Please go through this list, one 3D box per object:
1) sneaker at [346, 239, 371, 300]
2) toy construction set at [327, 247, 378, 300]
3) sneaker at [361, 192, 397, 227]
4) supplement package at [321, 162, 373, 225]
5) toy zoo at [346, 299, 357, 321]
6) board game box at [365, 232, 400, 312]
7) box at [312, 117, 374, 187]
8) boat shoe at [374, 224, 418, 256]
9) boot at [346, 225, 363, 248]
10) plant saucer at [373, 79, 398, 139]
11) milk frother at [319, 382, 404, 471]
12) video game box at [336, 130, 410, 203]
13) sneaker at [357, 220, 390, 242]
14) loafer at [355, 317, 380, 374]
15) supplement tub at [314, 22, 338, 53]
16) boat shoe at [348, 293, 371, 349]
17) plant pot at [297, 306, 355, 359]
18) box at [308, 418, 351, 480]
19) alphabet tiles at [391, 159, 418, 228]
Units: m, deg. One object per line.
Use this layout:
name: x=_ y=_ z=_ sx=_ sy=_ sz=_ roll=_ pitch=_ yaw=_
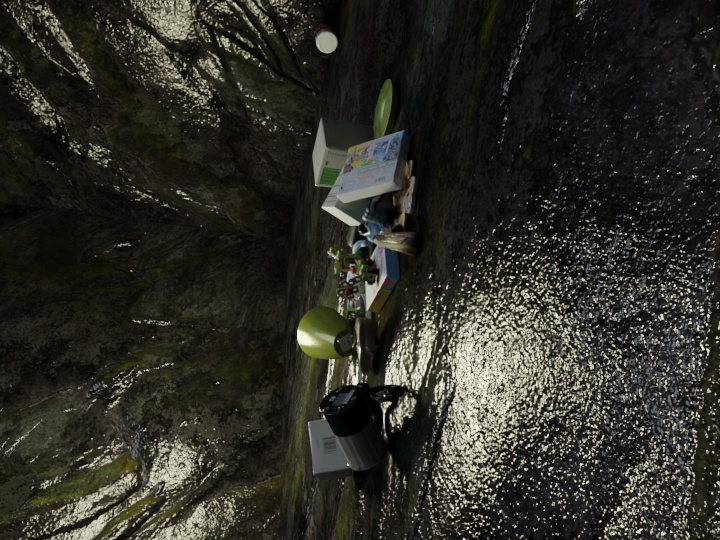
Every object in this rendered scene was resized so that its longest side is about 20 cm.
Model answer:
sneaker: x=0.000 y=0.000 z=1.855 sx=0.072 sy=0.072 sz=0.201 roll=-163 pitch=77 yaw=-68
toy construction set: x=-0.024 y=0.001 z=1.646 sx=0.200 sy=0.131 sz=0.092 roll=-102 pitch=23 yaw=-53
sneaker: x=0.071 y=-0.181 z=1.618 sx=0.074 sy=0.087 sz=0.200 roll=-62 pitch=-1 yaw=39
supplement package: x=-0.012 y=-0.254 z=1.767 sx=0.200 sy=0.117 sz=0.117 roll=-63 pitch=23 yaw=-8
toy zoo: x=-0.018 y=0.080 z=1.979 sx=0.131 sy=0.020 sz=0.201 roll=165 pitch=111 yaw=-75
board game box: x=0.061 y=0.008 z=1.660 sx=0.200 sy=0.040 sz=0.153 roll=117 pitch=156 yaw=-53
box: x=-0.056 y=-0.409 z=2.007 sx=0.200 sy=0.198 sz=0.172 roll=-100 pitch=22 yaw=-45
boat shoe: x=0.099 y=-0.087 z=1.501 sx=0.200 sy=0.072 sz=0.072 roll=25 pitch=98 yaw=69
boot: x=-0.006 y=-0.152 z=1.941 sx=0.198 sy=0.073 sz=0.163 roll=-96 pitch=20 yaw=-63
plant saucer: x=0.085 y=-0.519 z=1.842 sx=0.200 sy=0.031 sz=0.201 roll=-174 pitch=90 yaw=-76
milk frother: x=0.030 y=0.387 z=1.437 sx=0.200 sy=0.180 sz=0.188 roll=-1 pitch=120 yaw=48
video game box: x=0.037 y=-0.294 z=1.607 sx=0.200 sy=0.047 sz=0.183 roll=-8 pitch=59 yaw=36
sneaker: x=0.036 y=-0.132 z=1.708 sx=0.200 sy=0.090 sz=0.079 roll=118 pitch=156 yaw=-78
loafer: x=0.025 y=0.224 z=1.656 sx=0.076 sy=0.068 sz=0.200 roll=-101 pitch=7 yaw=-56
supplement tub: x=-0.192 y=-1.300 z=3.144 sx=0.200 sy=0.122 sz=0.123 roll=-102 pitch=23 yaw=-51
boat shoe: x=-0.005 y=0.162 z=1.795 sx=0.070 sy=0.066 sz=0.200 roll=120 pitch=153 yaw=-58
plant pot: x=-0.094 y=0.229 z=1.946 sx=0.200 sy=0.187 sz=0.188 roll=8 pitch=91 yaw=61
box: x=-0.090 y=0.546 z=1.719 sx=0.200 sy=0.106 sz=0.153 roll=87 pitch=174 yaw=-64
alphabet tiles: x=0.120 y=-0.206 z=1.584 sx=0.200 sy=0.015 sz=0.196 roll=-167 pitch=84 yaw=-76
